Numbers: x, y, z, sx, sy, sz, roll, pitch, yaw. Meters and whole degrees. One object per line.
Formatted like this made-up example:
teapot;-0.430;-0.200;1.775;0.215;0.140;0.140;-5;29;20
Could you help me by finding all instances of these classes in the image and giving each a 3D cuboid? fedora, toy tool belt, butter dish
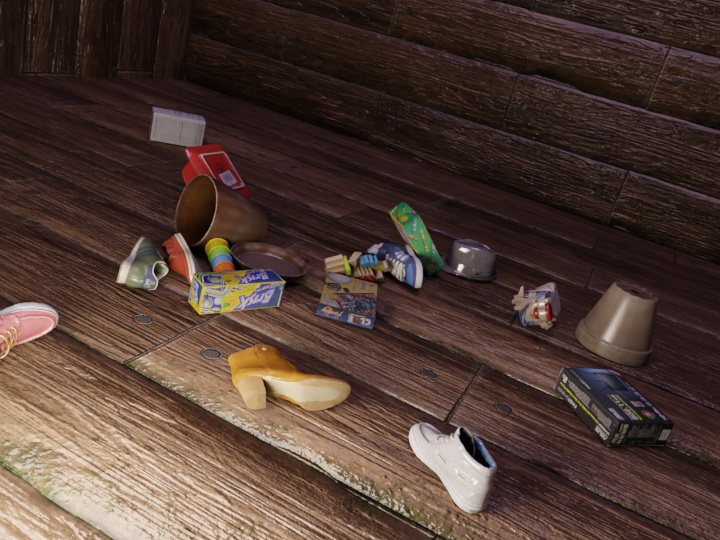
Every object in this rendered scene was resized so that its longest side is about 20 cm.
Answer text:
fedora;0.343;-0.042;2.005;0.199;0.091;0.177;14;21;-2
toy tool belt;0.464;0.103;1.732;0.122;0.125;0.200;-10;6;26
butter dish;-0.465;-0.266;1.957;0.200;0.148;0.200;59;25;-1

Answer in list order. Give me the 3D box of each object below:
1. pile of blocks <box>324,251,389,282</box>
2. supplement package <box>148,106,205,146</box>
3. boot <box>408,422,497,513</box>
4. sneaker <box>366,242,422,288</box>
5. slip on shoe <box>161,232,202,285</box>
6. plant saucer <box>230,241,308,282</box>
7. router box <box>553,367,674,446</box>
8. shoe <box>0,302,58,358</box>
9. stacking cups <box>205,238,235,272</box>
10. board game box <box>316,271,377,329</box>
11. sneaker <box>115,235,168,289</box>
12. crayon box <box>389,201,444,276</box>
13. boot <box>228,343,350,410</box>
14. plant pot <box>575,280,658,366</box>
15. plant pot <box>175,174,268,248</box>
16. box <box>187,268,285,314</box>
pile of blocks;0.000;0.000;1.685;0.199;0.082;0.062;-1;56;-30
supplement package;-0.725;-0.564;2.544;0.199;0.114;0.110;7;23;-24
boot;0.153;0.289;1.046;0.073;0.096;0.200;2;25;-31
sneaker;0.084;-0.012;1.794;0.146;0.081;0.200;-2;31;-11
slip on shoe;-0.409;-0.016;1.481;0.061;0.074;0.200;-30;44;-12
plant saucer;-0.232;-0.018;1.626;0.199;0.032;0.200;17;20;-6
router box;0.530;0.285;1.360;0.149;0.062;0.200;5;23;-21
shoe;-0.578;0.113;1.028;0.200;0.072;0.091;-12;35;-41
stacking cups;-0.320;-0.009;1.519;0.060;0.061;0.200;4;26;-27
board game box;-0.028;0.069;1.555;0.135;0.035;0.200;15;21;-2
sneaker;-0.468;-0.011;1.422;0.090;0.067;0.200;19;20;-11
crayon box;0.165;-0.092;1.884;0.058;0.200;0.119;-32;32;-2
boot;-0.129;0.182;1.151;0.200;0.071;0.144;1;28;-22
plant pot;0.701;0.130;1.712;0.199;0.174;0.200;14;21;-6
plant pot;-0.348;-0.134;1.684;0.200;0.187;0.187;14;16;-46
box;-0.267;0.044;1.404;0.199;0.070;0.064;-4;31;-40
